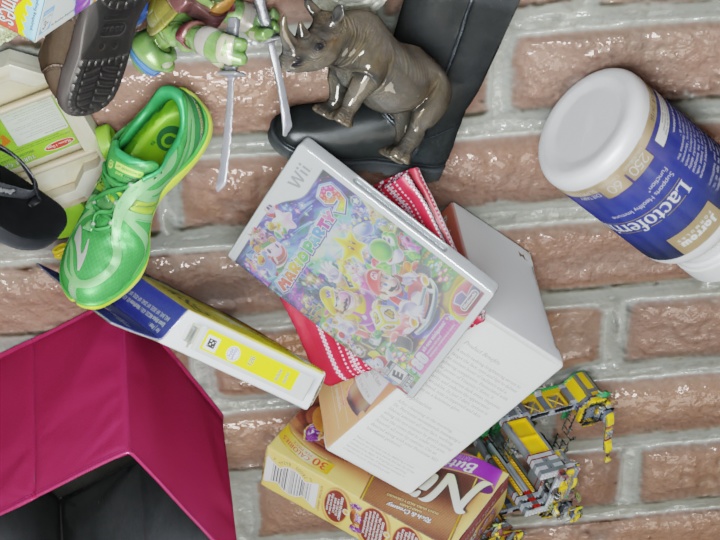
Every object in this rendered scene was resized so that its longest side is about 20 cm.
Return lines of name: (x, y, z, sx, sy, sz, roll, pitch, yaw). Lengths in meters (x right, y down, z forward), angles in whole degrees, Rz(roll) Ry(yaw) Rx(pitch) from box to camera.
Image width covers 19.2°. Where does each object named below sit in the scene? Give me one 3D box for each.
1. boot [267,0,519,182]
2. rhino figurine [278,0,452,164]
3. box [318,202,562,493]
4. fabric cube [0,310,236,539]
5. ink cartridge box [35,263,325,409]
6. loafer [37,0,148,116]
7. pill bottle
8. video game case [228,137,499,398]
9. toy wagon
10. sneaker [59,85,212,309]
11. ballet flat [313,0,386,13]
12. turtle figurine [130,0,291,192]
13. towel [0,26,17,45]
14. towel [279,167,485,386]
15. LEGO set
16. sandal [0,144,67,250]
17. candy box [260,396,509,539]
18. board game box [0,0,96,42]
boot: (0.028, -0.172, 1.732, 0.164, 0.066, 0.201, 5, 133, -22)
rhino figurine: (-0.001, -0.154, 1.642, 0.200, 0.060, 0.088, 30, 89, -46)
box: (0.062, 0.070, 1.895, 0.106, 0.153, 0.200, 31, 119, -31)
fabric cube: (-0.243, 0.185, 1.913, 0.199, 0.200, 0.196, -26, 132, 13)
ink cartridge box: (-0.155, 0.041, 1.811, 0.199, 0.197, 0.047, 30, 90, -31)
loafer: (-0.200, -0.217, 1.602, 0.073, 0.071, 0.201, -4, 125, -53)
pill bottle: (0.256, -0.077, 1.825, 0.200, 0.116, 0.116, 33, 119, -33)
video game case: (0.000, 0.000, 1.764, 0.200, 0.018, 0.143, 38, 129, 2)
toy wagon: (-0.279, -0.092, 1.768, 0.154, 0.040, 0.201, -19, 132, 8)
sneaker: (-0.192, -0.065, 1.722, 0.074, 0.201, 0.084, 21, 166, 20)
ballet flat: (0.015, -0.264, 1.643, 0.071, 0.072, 0.200, 23, 120, -27)
turtle figurine: (-0.079, -0.198, 1.643, 0.144, 0.200, 0.194, -6, 139, -54)
towel: (-0.277, -0.252, 1.627, 0.199, 0.037, 0.148, -35, 129, 20)
towel: (0.006, 0.009, 1.818, 0.199, 0.022, 0.145, -25, 91, 42)
LEGO set: (0.180, 0.204, 2.036, 0.153, 0.116, 0.201, -4, 133, -36)
sandal: (-0.308, -0.081, 1.692, 0.043, 0.076, 0.200, -37, 128, 24)
candy box: (0.022, 0.193, 1.957, 0.199, 0.117, 0.057, 27, 133, 19)
board game box: (-0.280, -0.262, 1.505, 0.199, 0.105, 0.103, 26, 123, 11)
